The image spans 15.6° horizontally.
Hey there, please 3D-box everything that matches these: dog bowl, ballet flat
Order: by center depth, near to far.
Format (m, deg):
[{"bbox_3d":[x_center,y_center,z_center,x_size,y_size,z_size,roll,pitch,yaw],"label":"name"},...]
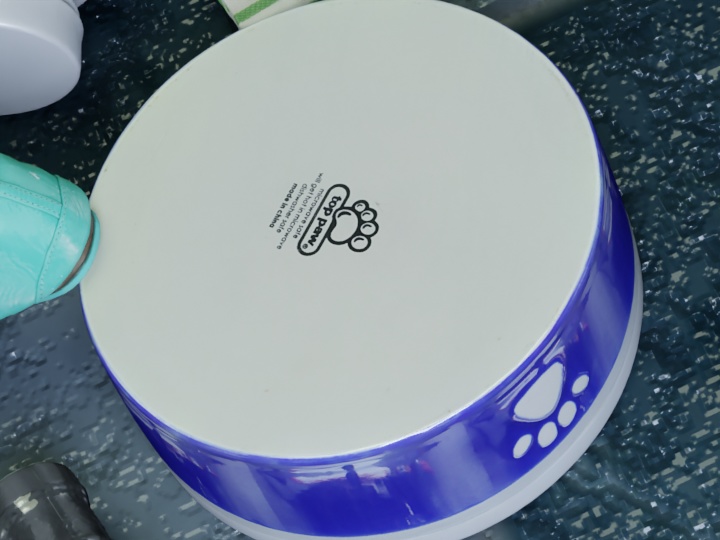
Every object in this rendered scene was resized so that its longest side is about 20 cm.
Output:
[{"bbox_3d":[0.000,0.000,0.966,0.199,0.079,0.201,-8,58,13],"label":"dog bowl"},{"bbox_3d":[-0.185,0.000,0.983,0.199,0.070,0.068,-22,48,37],"label":"ballet flat"}]

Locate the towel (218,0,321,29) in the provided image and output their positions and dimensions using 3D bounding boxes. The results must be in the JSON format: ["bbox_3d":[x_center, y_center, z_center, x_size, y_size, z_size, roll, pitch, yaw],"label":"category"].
[{"bbox_3d":[-0.029,-0.193,1.128,0.152,0.023,0.200,-32,54,-4],"label":"towel"}]

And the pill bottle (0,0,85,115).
[{"bbox_3d":[-0.157,-0.172,1.095,0.108,0.109,0.201,-8,67,13],"label":"pill bottle"}]

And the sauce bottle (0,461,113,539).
[{"bbox_3d":[-0.071,0.147,0.907,0.065,0.065,0.200,-34,57,-5],"label":"sauce bottle"}]
